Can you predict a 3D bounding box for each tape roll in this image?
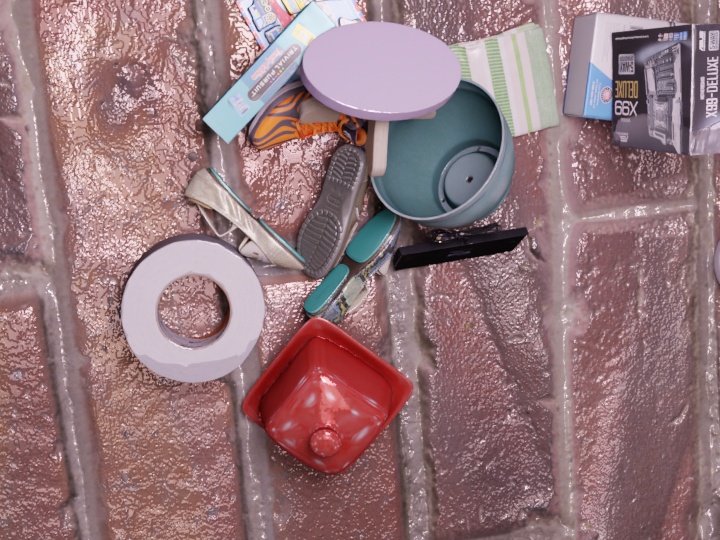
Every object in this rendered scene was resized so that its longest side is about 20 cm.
[{"bbox_3d":[-0.234,0.052,1.334,0.197,0.066,0.203,-2,101,-10],"label":"tape roll"}]

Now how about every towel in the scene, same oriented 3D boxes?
[{"bbox_3d":[0.184,-0.263,1.383,0.197,0.023,0.155,-16,103,-10],"label":"towel"}]

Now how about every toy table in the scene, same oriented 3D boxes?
[{"bbox_3d":[0.016,-0.226,1.194,0.197,0.117,0.186,8,67,-10],"label":"toy table"}]

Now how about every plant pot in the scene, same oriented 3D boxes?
[{"bbox_3d":[0.130,-0.142,1.304,0.202,0.200,0.134,-56,144,2],"label":"plant pot"}]

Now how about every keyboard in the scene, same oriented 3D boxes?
[{"bbox_3d":[0.146,-0.040,1.364,0.197,0.127,0.021,-10,74,-14],"label":"keyboard"}]

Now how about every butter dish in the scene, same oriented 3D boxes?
[{"bbox_3d":[-0.048,0.207,1.340,0.199,0.148,0.201,36,108,-14],"label":"butter dish"}]

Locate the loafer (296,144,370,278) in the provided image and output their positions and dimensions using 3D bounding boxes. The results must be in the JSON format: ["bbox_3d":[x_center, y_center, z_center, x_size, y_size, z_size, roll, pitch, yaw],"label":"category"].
[{"bbox_3d":[-0.026,-0.079,1.344,0.075,0.069,0.202,36,112,27],"label":"loafer"}]

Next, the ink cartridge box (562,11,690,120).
[{"bbox_3d":[0.410,-0.289,1.390,0.197,0.084,0.147,4,99,-11],"label":"ink cartridge box"}]

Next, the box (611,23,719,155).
[{"bbox_3d":[0.400,-0.239,1.251,0.049,0.200,0.160,-5,103,-13],"label":"box"}]

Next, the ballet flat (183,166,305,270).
[{"bbox_3d":[-0.164,-0.058,1.330,0.200,0.067,0.062,45,88,-5],"label":"ballet flat"}]

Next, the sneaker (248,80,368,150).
[{"bbox_3d":[-0.050,-0.202,1.279,0.199,0.078,0.113,-34,66,-1],"label":"sneaker"}]

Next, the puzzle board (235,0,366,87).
[{"bbox_3d":[-0.060,-0.322,1.327,0.150,0.017,0.202,-31,104,-4],"label":"puzzle board"}]

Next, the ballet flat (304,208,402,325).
[{"bbox_3d":[0.000,0.000,1.378,0.074,0.074,0.200,42,92,-15],"label":"ballet flat"}]

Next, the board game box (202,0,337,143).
[{"bbox_3d":[-0.119,-0.260,1.242,0.047,0.151,0.200,42,96,-13],"label":"board game box"}]

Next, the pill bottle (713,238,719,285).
[{"bbox_3d":[0.661,-0.007,1.473,0.197,0.112,0.114,9,98,-12],"label":"pill bottle"}]
